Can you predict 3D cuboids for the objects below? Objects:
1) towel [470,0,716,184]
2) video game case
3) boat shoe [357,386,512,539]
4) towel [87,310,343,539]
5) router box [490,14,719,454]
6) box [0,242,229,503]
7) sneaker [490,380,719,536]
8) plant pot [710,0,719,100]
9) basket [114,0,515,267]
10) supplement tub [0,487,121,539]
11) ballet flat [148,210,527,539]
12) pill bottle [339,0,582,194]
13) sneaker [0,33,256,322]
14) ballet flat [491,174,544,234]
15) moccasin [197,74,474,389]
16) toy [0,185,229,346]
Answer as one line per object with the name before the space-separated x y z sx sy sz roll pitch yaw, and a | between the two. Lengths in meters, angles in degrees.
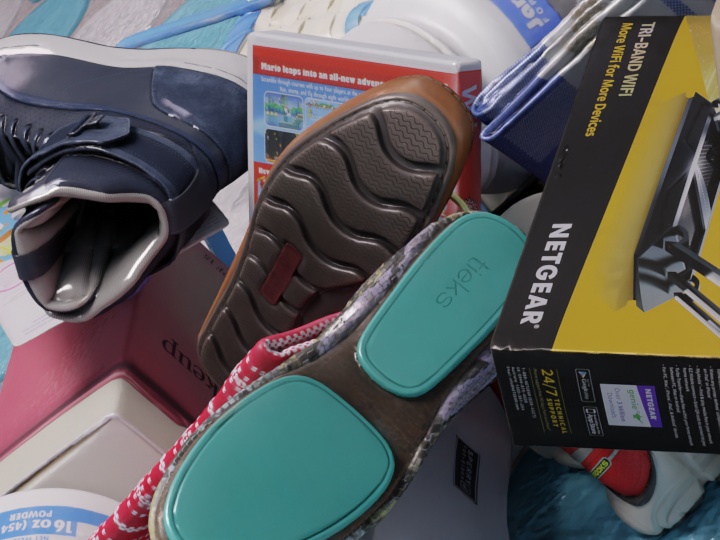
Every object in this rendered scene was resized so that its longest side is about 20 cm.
towel | 0.154 -0.102 1.135 0.200 0.147 0.024 -44 47 14
video game case | 0.000 0.000 1.186 0.017 0.201 0.143 -10 16 -39
boat shoe | 0.019 0.103 1.044 0.057 0.069 0.200 -41 13 24
towel | -0.038 0.067 1.118 0.144 0.023 0.200 -19 -21 -43
router box | 0.149 -0.018 1.004 0.156 0.052 0.200 1 42 20
box | -0.105 0.084 1.334 0.109 0.128 0.200 -38 23 21
sneaker | 0.089 0.035 1.090 0.077 0.085 0.200 -47 20 -3
plant pot | 0.216 -0.066 0.816 0.199 0.177 0.200 -11 38 36
basket | -0.023 -0.071 1.390 0.199 0.177 0.139 -20 22 39
supplement tub | -0.138 0.201 1.168 0.132 0.132 0.200 -40 25 20
ballet flat | -0.005 0.058 0.994 0.200 0.072 0.072 -43 15 -30
pill bottle | 0.073 -0.106 1.262 0.200 0.114 0.114 -37 11 -34
sneaker | -0.151 -0.044 1.252 0.201 0.077 0.146 -1 36 30
ballet flat | 0.044 0.016 1.221 0.200 0.068 0.068 -47 -20 3
moccasin | -0.002 -0.014 1.106 0.078 0.074 0.202 -39 -16 -38
toy | -0.137 -0.019 1.324 0.115 0.047 0.200 -31 33 -7
